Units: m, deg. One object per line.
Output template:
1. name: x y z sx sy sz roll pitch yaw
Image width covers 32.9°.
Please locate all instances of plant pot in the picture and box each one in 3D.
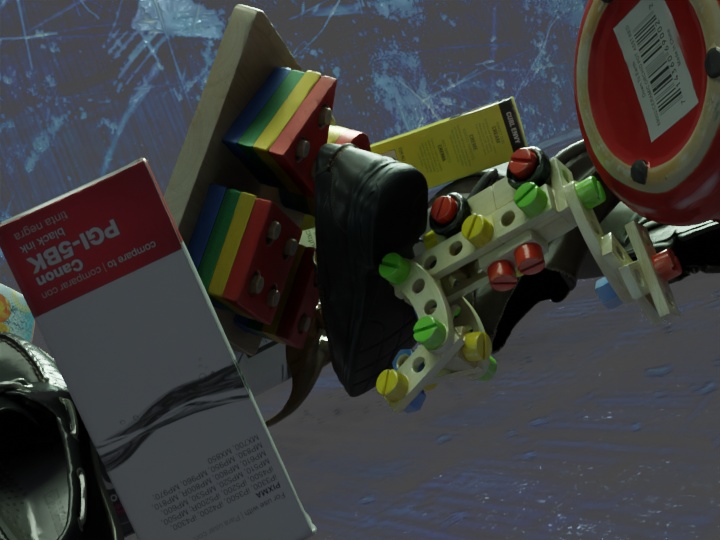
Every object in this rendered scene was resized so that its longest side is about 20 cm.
1. plant pot: 0.242 -0.120 0.751 0.180 0.204 0.200 -5 -2 -24

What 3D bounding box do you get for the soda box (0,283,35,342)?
1. soda box: -0.281 0.107 0.846 0.068 0.202 0.063 -18 -34 31

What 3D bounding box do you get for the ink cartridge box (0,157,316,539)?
1. ink cartridge box: -0.108 0.053 0.642 0.082 0.202 0.147 -25 5 -9

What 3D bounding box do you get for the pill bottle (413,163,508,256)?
1. pill bottle: 0.111 -0.029 1.040 0.113 0.115 0.200 -19 6 22

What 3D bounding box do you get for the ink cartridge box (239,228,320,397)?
1. ink cartridge box: -0.105 0.033 1.096 0.199 0.148 0.084 -26 7 -33

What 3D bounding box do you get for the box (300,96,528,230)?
1. box: 0.038 -0.088 1.001 0.198 0.051 0.075 -18 6 11

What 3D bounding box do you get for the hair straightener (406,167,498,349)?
1. hair straightener: 0.043 0.002 0.926 0.201 0.077 0.041 -51 -11 10

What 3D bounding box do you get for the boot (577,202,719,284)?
1. boot: 0.206 -0.023 0.903 0.198 0.068 0.130 -19 11 38

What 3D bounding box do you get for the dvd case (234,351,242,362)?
1. dvd case: -0.095 -0.006 0.956 0.201 0.016 0.150 86 -156 -61

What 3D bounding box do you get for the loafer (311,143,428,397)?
1. loafer: 0.000 0.000 0.848 0.072 0.202 0.072 34 45 31

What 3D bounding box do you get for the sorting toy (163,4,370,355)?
1. sorting toy: -0.059 -0.048 0.864 0.069 0.201 0.200 15 -11 18

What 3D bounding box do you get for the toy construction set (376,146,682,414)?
1. toy construction set: 0.096 0.004 0.764 0.198 0.132 0.092 -19 -39 16

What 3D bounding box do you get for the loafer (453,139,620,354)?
1. loafer: 0.136 -0.011 0.877 0.200 0.071 0.073 -46 -35 -7

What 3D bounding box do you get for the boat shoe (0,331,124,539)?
1. boat shoe: -0.184 0.095 0.658 0.073 0.061 0.201 -27 48 -5

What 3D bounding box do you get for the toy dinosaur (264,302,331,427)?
1. toy dinosaur: -0.037 0.066 0.971 0.105 0.061 0.201 -11 39 8

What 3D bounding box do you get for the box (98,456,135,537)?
1. box: -0.157 0.103 0.826 0.121 0.107 0.200 -24 5 -7
